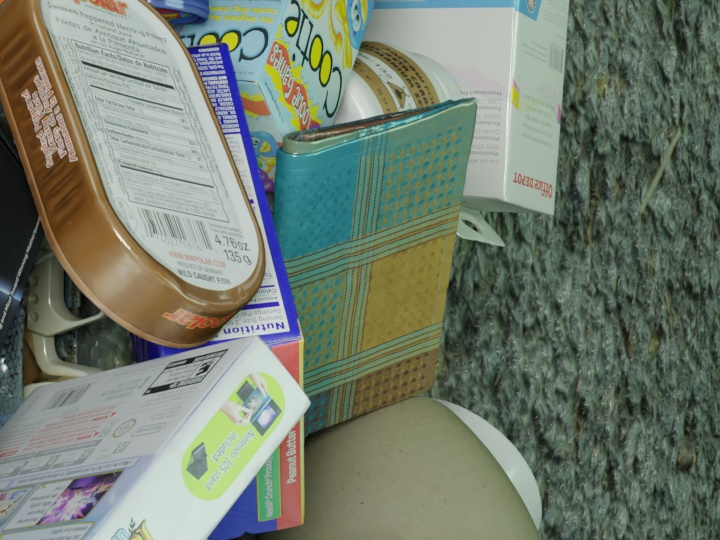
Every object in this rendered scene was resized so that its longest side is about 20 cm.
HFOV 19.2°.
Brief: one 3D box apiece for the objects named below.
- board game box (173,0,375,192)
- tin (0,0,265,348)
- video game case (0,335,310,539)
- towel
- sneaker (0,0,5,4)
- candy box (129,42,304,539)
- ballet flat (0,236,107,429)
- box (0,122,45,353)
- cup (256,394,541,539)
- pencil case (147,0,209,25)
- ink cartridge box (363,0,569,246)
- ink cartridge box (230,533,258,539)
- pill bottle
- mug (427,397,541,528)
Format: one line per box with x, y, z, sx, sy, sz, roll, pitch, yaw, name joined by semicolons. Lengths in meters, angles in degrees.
-0.062;-0.157;1.261;0.103;0.104;0.201;65;36;-50;board game box
-0.107;-0.057;0.985;0.112;0.042;0.201;16;44;-51;tin
-0.138;0.117;0.945;0.046;0.199;0.182;51;56;-18;video game case
0.000;0.000;1.261;0.146;0.022;0.202;-16;125;-38;towel
-0.156;-0.178;1.063;0.073;0.076;0.201;60;41;-56;sneaker
-0.083;0.012;1.107;0.170;0.076;0.201;94;-15;-52;candy box
-0.160;0.036;1.096;0.074;0.074;0.202;-20;111;-66;ballet flat
-0.226;0.005;0.902;0.164;0.085;0.201;61;39;-52;box
0.021;0.165;1.342;0.201;0.198;0.144;66;15;-49;cup
-0.110;-0.229;1.166;0.087;0.077;0.202;34;62;-74;pencil case
0.073;-0.122;1.572;0.128;0.124;0.202;11;83;-67;ink cartridge box
-0.072;0.212;1.379;0.200;0.039;0.100;63;36;-52;ink cartridge box
-0.003;-0.092;1.402;0.200;0.113;0.116;-24;115;-66;pill bottle
0.037;0.210;1.521;0.153;0.148;0.188;-50;132;-44;mug
